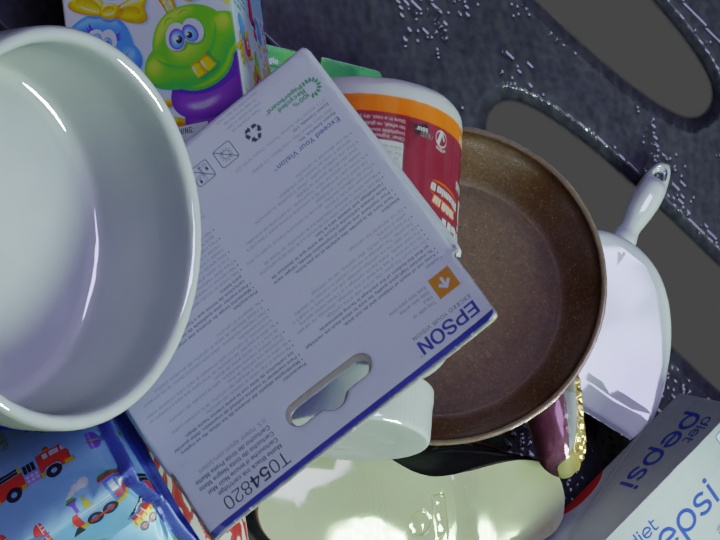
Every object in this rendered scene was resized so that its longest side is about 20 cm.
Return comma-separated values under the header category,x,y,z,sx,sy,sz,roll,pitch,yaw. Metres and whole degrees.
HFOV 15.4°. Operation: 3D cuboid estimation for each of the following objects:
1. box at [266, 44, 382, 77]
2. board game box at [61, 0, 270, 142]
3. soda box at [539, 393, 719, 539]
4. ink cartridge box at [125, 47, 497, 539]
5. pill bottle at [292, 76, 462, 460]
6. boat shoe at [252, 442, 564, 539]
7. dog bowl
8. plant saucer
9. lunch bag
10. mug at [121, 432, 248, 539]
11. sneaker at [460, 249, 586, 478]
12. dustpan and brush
category,x,y,z,sx,sy,sz,roll,pitch,yaw
box,-0.033,-0.046,1.637,0.117,0.048,0.201,11,67,-24
board game box,-0.114,-0.142,1.569,0.103,0.105,0.201,-11,73,7
soda box,0.164,0.165,1.622,0.200,0.068,0.064,-43,111,-17
ink cartridge box,-0.049,0.014,1.434,0.199,0.041,0.200,-38,65,6
pill bottle,0.000,0.000,1.505,0.109,0.110,0.201,12,69,-23
boat shoe,0.022,0.141,1.596,0.201,0.063,0.074,-1,94,-27
dog bowl,-0.174,-0.020,1.332,0.200,0.079,0.201,4,85,-51
plant saucer,0.046,0.012,1.576,0.200,0.037,0.201,-1,69,2
lunch bag,-0.201,0.103,1.434,0.150,0.094,0.200,-34,49,0
mug,-0.110,0.207,1.490,0.133,0.178,0.201,-10,70,8
sneaker,0.081,0.040,1.626,0.090,0.075,0.200,-13,63,0
dustpan and brush,0.160,0.002,1.719,0.139,0.057,0.200,31,69,1
